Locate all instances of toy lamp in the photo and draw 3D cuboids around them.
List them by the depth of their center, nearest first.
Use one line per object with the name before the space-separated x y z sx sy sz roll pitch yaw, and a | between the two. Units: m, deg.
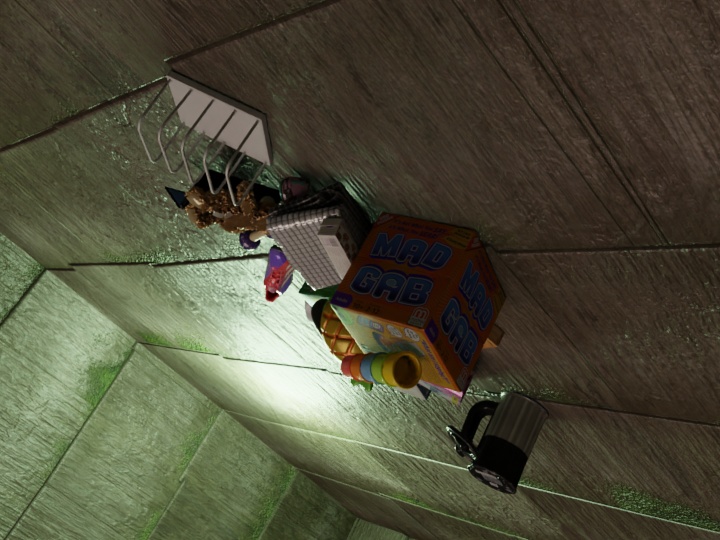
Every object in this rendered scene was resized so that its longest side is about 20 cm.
toy lamp | -0.199 -0.082 1.791 0.058 0.059 0.199 39 155 -18

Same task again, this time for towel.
towel | -0.062 -0.061 1.564 0.163 0.087 0.201 -12 138 25

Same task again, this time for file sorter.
file sorter | -0.274 -0.227 1.508 0.197 0.126 0.139 26 156 13

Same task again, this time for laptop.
laptop | -0.270 -0.157 1.697 0.175 0.105 0.200 13 143 -32

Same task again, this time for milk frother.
milk frother | 0.292 0.346 1.858 0.178 0.190 0.201 21 155 21

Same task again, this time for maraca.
maraca | -0.009 0.138 1.691 0.136 0.106 0.203 -32 81 39

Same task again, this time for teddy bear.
teddy bear | -0.236 -0.118 1.619 0.195 0.068 0.146 -3 140 5

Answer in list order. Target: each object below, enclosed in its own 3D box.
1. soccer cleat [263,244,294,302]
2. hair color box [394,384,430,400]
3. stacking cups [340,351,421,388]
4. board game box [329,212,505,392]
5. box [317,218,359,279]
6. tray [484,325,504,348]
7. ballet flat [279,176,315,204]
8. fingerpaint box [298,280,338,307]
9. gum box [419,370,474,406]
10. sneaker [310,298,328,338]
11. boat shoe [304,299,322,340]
soccer cleat | -0.188 0.009 1.936 0.067 0.074 0.201 29 157 6
hair color box | 0.098 0.220 2.015 0.099 0.061 0.201 14 152 35
stacking cups | 0.030 0.172 1.478 0.060 0.061 0.199 39 158 -19
board game box | 0.105 0.053 1.492 0.197 0.202 0.201 14 152 35
box | -0.019 -0.013 1.508 0.041 0.039 0.201 4 144 29
tray | 0.192 0.122 1.733 0.098 0.037 0.199 39 157 -16
ballet flat | -0.101 -0.107 1.621 0.070 0.070 0.201 5 150 11
fingerpaint box | -0.013 0.079 1.855 0.198 0.074 0.167 6 146 47
gum box | 0.183 0.231 1.869 0.112 0.067 0.200 28 170 11
sneaker | -0.025 0.144 1.805 0.198 0.077 0.114 37 168 8
boat shoe | -0.083 0.105 2.026 0.061 0.073 0.201 -3 151 13
